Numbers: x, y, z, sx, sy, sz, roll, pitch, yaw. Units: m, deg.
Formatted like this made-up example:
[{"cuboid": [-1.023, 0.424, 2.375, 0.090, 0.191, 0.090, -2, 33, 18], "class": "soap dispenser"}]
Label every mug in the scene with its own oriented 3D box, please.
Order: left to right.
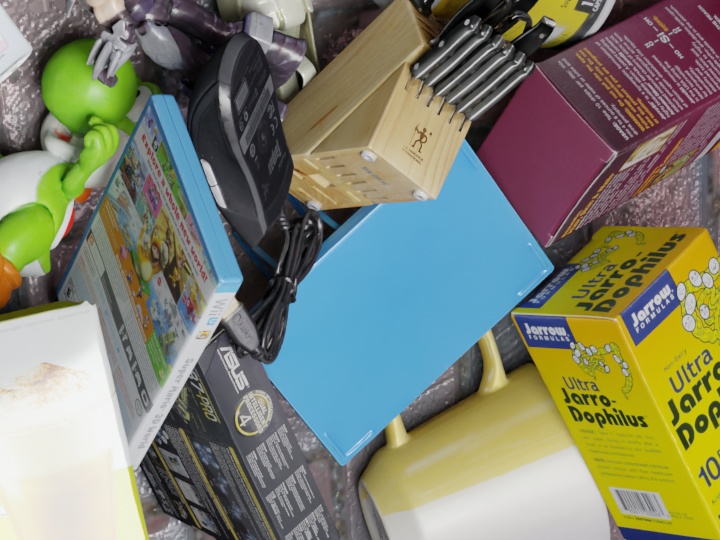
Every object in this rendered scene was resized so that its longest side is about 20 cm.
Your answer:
[{"cuboid": [0.076, 0.149, 1.881, 0.152, 0.187, 0.150, -21, 158, -10], "class": "mug"}]

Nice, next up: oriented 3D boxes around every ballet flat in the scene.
[{"cuboid": [-0.052, -0.155, 1.695, 0.069, 0.069, 0.201, -22, 121, -19], "class": "ballet flat"}]

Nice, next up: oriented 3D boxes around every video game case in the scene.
[{"cuboid": [-0.134, 0.010, 1.585, 0.018, 0.144, 0.200, -2, 144, -29], "class": "video game case"}]

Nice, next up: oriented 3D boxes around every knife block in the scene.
[{"cuboid": [0.032, -0.131, 1.655, 0.064, 0.199, 0.176, 37, 67, -29], "class": "knife block"}]

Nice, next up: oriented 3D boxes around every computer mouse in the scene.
[{"cuboid": [-0.080, -0.038, 1.574, 0.201, 0.046, 0.141, 71, 29, -45], "class": "computer mouse"}]

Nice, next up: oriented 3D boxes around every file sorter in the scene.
[{"cuboid": [0.000, 0.000, 1.759, 0.200, 0.123, 0.139, -43, 125, -7], "class": "file sorter"}]

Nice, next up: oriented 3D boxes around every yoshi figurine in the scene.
[{"cuboid": [-0.203, -0.074, 1.617, 0.112, 0.112, 0.200, 44, 61, -4], "class": "yoshi figurine"}]

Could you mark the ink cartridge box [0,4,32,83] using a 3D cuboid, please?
[{"cuboid": [-0.286, -0.205, 1.482, 0.057, 0.162, 0.200, -44, 126, -10], "class": "ink cartridge box"}]

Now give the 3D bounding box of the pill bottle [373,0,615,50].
[{"cuboid": [0.069, -0.216, 1.707, 0.199, 0.112, 0.113, 8, 107, -32], "class": "pill bottle"}]

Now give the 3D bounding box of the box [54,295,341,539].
[{"cuboid": [-0.109, 0.100, 1.717, 0.049, 0.161, 0.201, -39, 125, -24], "class": "box"}]

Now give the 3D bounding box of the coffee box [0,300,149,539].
[{"cuboid": [-0.249, 0.135, 1.578, 0.198, 0.200, 0.199, -13, 91, -14], "class": "coffee box"}]

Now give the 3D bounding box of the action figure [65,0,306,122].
[{"cuboid": [-0.129, -0.156, 1.604, 0.200, 0.131, 0.069, 35, 133, -25], "class": "action figure"}]

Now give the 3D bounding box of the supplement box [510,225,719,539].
[{"cuboid": [0.210, 0.081, 1.778, 0.109, 0.109, 0.201, -42, 115, -30], "class": "supplement box"}]

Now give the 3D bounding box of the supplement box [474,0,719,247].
[{"cuboid": [0.186, -0.112, 1.774, 0.199, 0.086, 0.111, -28, 162, -39], "class": "supplement box"}]
